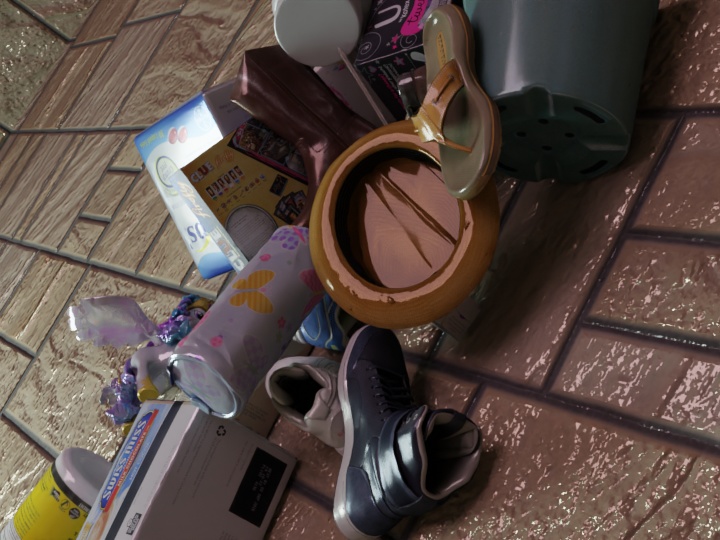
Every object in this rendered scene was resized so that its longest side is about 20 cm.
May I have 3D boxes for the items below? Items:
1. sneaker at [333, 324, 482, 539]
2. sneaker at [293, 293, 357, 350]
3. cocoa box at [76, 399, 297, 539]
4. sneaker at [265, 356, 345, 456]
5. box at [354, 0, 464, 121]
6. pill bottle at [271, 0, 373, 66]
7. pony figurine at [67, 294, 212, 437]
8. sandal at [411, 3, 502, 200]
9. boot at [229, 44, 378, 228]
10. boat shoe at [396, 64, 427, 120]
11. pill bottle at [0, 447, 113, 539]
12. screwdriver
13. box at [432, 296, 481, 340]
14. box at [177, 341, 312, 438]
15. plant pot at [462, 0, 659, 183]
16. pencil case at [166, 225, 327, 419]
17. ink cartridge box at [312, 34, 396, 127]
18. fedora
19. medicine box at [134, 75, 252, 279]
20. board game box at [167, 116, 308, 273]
[{"bbox_3d":[0.042,0.118,0.993,0.146,0.076,0.204,-39,40,47],"label":"sneaker"},{"bbox_3d":[0.000,0.000,1.221,0.077,0.076,0.201,22,74,32],"label":"sneaker"},{"bbox_3d":[-0.180,0.245,1.149,0.131,0.133,0.201,-7,54,55],"label":"cocoa box"},{"bbox_3d":[-0.054,0.115,1.131,0.078,0.099,0.200,-61,29,-6],"label":"sneaker"},{"bbox_3d":[0.087,-0.266,1.266,0.114,0.132,0.201,-12,48,32],"label":"box"},{"bbox_3d":[-0.039,-0.316,1.299,0.113,0.113,0.201,-38,26,27],"label":"pill bottle"},{"bbox_3d":[-0.253,0.112,1.413,0.191,0.167,0.201,-15,33,3],"label":"pony figurine"},{"bbox_3d":[0.069,-0.143,0.970,0.080,0.054,0.201,128,141,-50],"label":"sandal"},{"bbox_3d":[-0.082,-0.137,1.245,0.186,0.200,0.064,-46,-3,-27],"label":"boot"},{"bbox_3d":[0.075,-0.148,1.131,0.064,0.200,0.074,0,67,10],"label":"boat shoe"},{"bbox_3d":[-0.362,0.319,1.366,0.200,0.112,0.112,-52,29,6],"label":"pill bottle"},{"bbox_3d":[0.033,-0.153,1.220,0.029,0.201,0.028,-27,-4,8],"label":"screwdriver"},{"bbox_3d":[0.031,0.002,1.119,0.200,0.041,0.039,33,86,42],"label":"box"},{"bbox_3d":[-0.114,0.086,1.273,0.095,0.078,0.201,6,64,58],"label":"box"},{"bbox_3d":[0.176,-0.198,1.043,0.200,0.199,0.198,-20,53,46],"label":"plant pot"},{"bbox_3d":[-0.097,0.048,1.108,0.083,0.091,0.200,21,54,22],"label":"pencil case"},{"bbox_3d":[-0.024,-0.205,1.398,0.200,0.116,0.067,-39,25,26],"label":"ink cartridge box"},{"bbox_3d":[0.048,-0.037,1.044,0.199,0.082,0.202,-10,69,27],"label":"fedora"},{"bbox_3d":[-0.153,-0.113,1.393,0.103,0.201,0.182,-31,7,-39],"label":"medicine box"},{"bbox_3d":[-0.099,-0.102,1.284,0.200,0.136,0.035,-41,9,-36],"label":"board game box"}]
